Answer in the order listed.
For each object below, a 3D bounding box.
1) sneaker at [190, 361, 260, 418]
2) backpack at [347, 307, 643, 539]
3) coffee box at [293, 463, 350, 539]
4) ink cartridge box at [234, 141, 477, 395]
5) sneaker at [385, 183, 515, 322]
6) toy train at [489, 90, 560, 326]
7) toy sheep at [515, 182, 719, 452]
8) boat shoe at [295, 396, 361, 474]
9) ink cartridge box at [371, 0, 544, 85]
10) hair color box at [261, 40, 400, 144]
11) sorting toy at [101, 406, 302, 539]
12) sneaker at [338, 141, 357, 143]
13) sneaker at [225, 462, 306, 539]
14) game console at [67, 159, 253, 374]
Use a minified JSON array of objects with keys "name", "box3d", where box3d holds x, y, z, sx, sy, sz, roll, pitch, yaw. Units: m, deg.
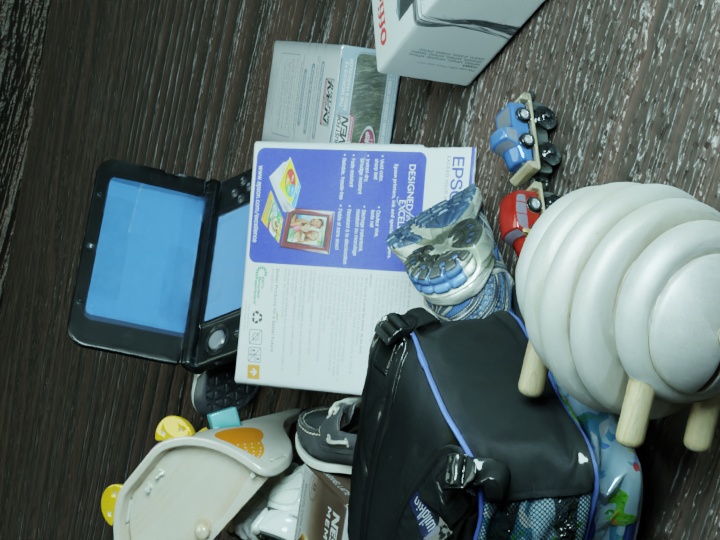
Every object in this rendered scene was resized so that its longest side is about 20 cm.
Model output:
[{"name":"sneaker","box3d":[-0.130,0.049,1.548,0.082,0.071,0.201,-13,56,45]},{"name":"backpack","box3d":[0.078,0.147,0.986,0.183,0.146,0.201,-118,34,-54]},{"name":"coffee box","box3d":[-0.008,0.265,1.273,0.114,0.079,0.202,-151,69,-68]},{"name":"ink cartridge box","box3d":[0.000,0.000,1.285,0.198,0.047,0.199,4,87,25]},{"name":"sneaker","box3d":[0.069,0.003,1.137,0.086,0.077,0.200,59,-170,-14]},{"name":"toy train","box3d":[0.114,-0.031,1.084,0.034,0.045,0.202,133,138,-58]},{"name":"toy sheep","box3d":[0.151,0.020,0.868,0.200,0.137,0.139,23,107,53]},{"name":"boat shoe","box3d":[0.005,0.128,1.257,0.200,0.073,0.061,22,127,62]},{"name":"ink cartridge box","box3d":[0.079,-0.247,1.182,0.200,0.083,0.145,133,138,-58]},{"name":"hair color box","box3d":[-0.029,-0.154,1.475,0.200,0.060,0.100,-155,72,-69]},{"name":"sorting toy","box3d":[-0.130,0.187,1.498,0.107,0.180,0.200,46,117,11]},{"name":"sneaker","box3d":[0.009,-0.010,1.347,0.085,0.077,0.202,-11,78,48]},{"name":"sneaker","box3d":[-0.069,0.220,1.481,0.082,0.075,0.200,-66,12,-16]},{"name":"game console","box3d":[-0.153,-0.022,1.466,0.175,0.116,0.201,-21,51,37]}]
